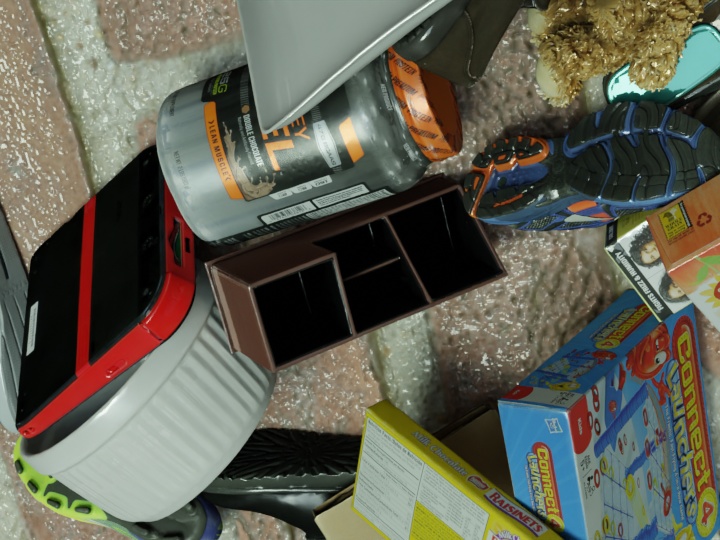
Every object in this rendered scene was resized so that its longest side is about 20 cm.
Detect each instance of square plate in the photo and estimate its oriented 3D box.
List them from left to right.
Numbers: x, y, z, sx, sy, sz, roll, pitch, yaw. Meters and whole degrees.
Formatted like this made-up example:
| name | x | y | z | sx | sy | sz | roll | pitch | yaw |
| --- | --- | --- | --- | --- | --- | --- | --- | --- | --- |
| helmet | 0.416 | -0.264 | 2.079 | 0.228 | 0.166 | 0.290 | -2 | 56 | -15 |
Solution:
| name | x | y | z | sx | sy | sz | roll | pitch | yaw |
| --- | --- | --- | --- | --- | --- | --- | --- | --- | --- |
| square plate | 0.001 | -0.205 | 0.945 | 0.200 | 0.199 | 0.028 | -35 | 134 | 22 |

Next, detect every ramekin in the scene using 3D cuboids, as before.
| name | x | y | z | sx | sy | sz | roll | pitch | yaw |
| --- | --- | --- | --- | --- | --- | --- | --- | --- | --- |
| ramekin | -0.156 | 0.097 | 1.079 | 0.200 | 0.200 | 0.105 | -38 | 110 | 22 |

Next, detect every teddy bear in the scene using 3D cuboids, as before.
| name | x | y | z | sx | sy | sz | roll | pitch | yaw |
| --- | --- | --- | --- | --- | --- | --- | --- | --- | --- |
| teddy bear | 0.189 | -0.186 | 0.934 | 0.067 | 0.145 | 0.200 | 26 | 123 | -34 |

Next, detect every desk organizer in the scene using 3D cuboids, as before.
| name | x | y | z | sx | sy | sz | roll | pitch | yaw |
| --- | --- | --- | --- | --- | --- | --- | --- | --- | --- |
| desk organizer | 0.000 | 0.000 | 1.009 | 0.199 | 0.077 | 0.072 | -22 | 109 | -21 |

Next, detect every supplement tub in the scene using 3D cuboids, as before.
| name | x | y | z | sx | sy | sz | roll | pitch | yaw |
| --- | --- | --- | --- | --- | --- | --- | --- | --- | --- |
| supplement tub | -0.035 | -0.100 | 1.012 | 0.199 | 0.123 | 0.123 | -17 | 106 | 17 |

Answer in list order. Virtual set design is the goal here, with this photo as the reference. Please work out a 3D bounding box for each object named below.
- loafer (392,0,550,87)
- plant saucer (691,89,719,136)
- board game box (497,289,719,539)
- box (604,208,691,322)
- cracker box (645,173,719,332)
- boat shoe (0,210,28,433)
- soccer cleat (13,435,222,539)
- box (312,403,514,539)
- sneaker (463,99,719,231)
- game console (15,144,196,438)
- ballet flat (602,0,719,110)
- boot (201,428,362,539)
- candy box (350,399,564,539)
| name | x | y | z | sx | sy | sz | roll | pitch | yaw |
| --- | --- | --- | --- | --- | --- | --- | --- | --- | --- |
| loafer | 0.100 | -0.206 | 0.946 | 0.071 | 0.073 | 0.200 | 42 | 83 | -26 |
| plant saucer | 0.320 | -0.059 | 1.000 | 0.199 | 0.029 | 0.201 | 4 | 111 | 10 |
| board game box | 0.186 | 0.144 | 1.014 | 0.056 | 0.196 | 0.201 | 3 | 114 | 38 |
| box | 0.270 | -0.050 | 0.972 | 0.200 | 0.050 | 0.075 | -34 | 102 | 21 |
| cracker box | 0.298 | 0.001 | 0.934 | 0.134 | 0.058 | 0.200 | -31 | 132 | 21 |
| boat shoe | -0.311 | 0.038 | 1.163 | 0.071 | 0.072 | 0.201 | -8 | 99 | 25 |
| soccer cleat | -0.207 | 0.190 | 1.194 | 0.199 | 0.084 | 0.065 | 20 | 80 | 21 |
| box | 0.076 | 0.228 | 1.119 | 0.163 | 0.021 | 0.201 | -31 | 111 | -6 |
| sneaker | 0.170 | -0.067 | 0.984 | 0.199 | 0.078 | 0.076 | -4 | 73 | 43 |
| game console | -0.192 | 0.010 | 1.056 | 0.031 | 0.201 | 0.177 | 34 | 119 | -32 |
| ballet flat | 0.255 | -0.164 | 0.950 | 0.199 | 0.068 | 0.068 | -21 | 101 | 28 |
| boot | -0.037 | 0.221 | 1.159 | 0.210 | 0.079 | 0.159 | 2 | 111 | 11 |
| candy box | 0.072 | 0.185 | 0.986 | 0.200 | 0.026 | 0.103 | 36 | 132 | 32 |
